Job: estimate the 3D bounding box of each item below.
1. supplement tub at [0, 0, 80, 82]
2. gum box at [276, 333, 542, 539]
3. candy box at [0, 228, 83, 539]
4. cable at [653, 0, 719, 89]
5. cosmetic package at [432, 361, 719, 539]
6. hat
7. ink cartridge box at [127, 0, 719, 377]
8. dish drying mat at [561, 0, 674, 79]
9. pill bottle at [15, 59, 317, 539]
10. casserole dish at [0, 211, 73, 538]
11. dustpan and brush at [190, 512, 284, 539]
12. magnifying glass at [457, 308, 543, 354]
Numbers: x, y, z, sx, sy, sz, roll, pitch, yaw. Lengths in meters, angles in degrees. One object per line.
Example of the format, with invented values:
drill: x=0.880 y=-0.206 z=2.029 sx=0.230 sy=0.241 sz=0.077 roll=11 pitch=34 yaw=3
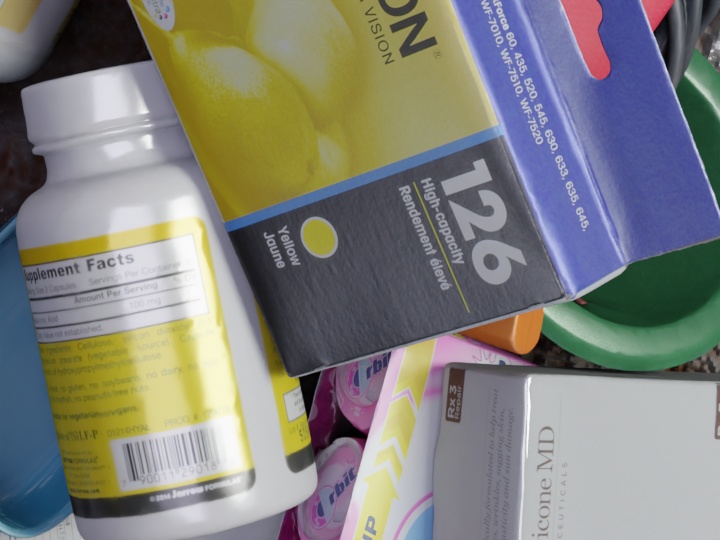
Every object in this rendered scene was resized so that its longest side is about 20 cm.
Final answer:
supplement tub: x=-0.180 y=-0.176 z=0.940 sx=0.145 sy=0.145 sz=0.201 roll=31 pitch=97 yaw=0
gum box: x=0.027 y=0.122 z=0.954 sx=0.113 sy=0.066 sz=0.201 roll=20 pitch=81 yaw=-27
candy box: x=-0.167 y=0.081 z=0.975 sx=0.026 sy=0.102 sz=0.202 roll=-7 pitch=89 yaw=43
cable: x=0.067 y=-0.121 z=0.860 sx=0.162 sy=0.051 sz=0.201 roll=18 pitch=105 yaw=-9
cosmetic package: x=0.134 y=0.096 z=0.934 sx=0.199 sy=0.074 sz=0.103 roll=2 pitch=91 yaw=-31
hat: x=0.069 y=-0.033 z=0.999 sx=0.200 sy=0.176 sz=0.166 roll=45 pitch=63 yaw=-13
ink cartridge box: x=0.017 y=-0.072 z=0.815 sx=0.199 sy=0.047 sz=0.199 roll=-18 pitch=97 yaw=37
dish drying mat: x=0.116 y=-0.162 z=0.815 sx=0.077 sy=0.018 sz=0.201 roll=30 pitch=103 yaw=-12
pill bottle: x=-0.090 y=0.012 z=0.910 sx=0.110 sy=0.111 sz=0.202 roll=-10 pitch=93 yaw=5
casserole dish: x=-0.144 y=0.033 z=0.958 sx=0.039 sy=0.200 sz=0.122 roll=-7 pitch=123 yaw=44
dustpan and brush: x=-0.012 y=0.152 z=1.014 sx=0.199 sy=0.057 sz=0.140 roll=28 pitch=109 yaw=7
magnifying glass: x=0.000 y=0.000 z=0.916 sx=0.199 sy=0.022 sz=0.080 roll=18 pitch=101 yaw=42
